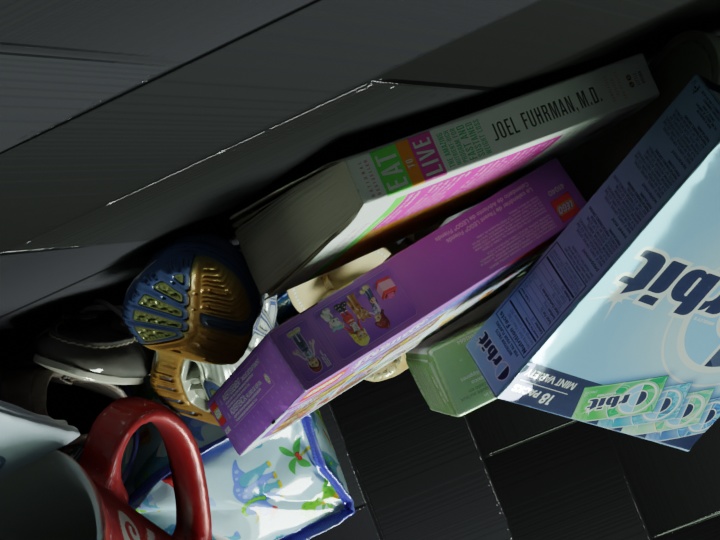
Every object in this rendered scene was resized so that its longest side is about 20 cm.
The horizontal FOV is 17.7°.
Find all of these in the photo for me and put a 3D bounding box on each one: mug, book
[{"bbox_3d":[-0.141,0.187,1.382,0.177,0.134,0.200,-38,144,7],"label":"mug"},{"bbox_3d":[0.047,-0.054,1.229,0.199,0.048,0.133,-21,175,-32],"label":"book"}]

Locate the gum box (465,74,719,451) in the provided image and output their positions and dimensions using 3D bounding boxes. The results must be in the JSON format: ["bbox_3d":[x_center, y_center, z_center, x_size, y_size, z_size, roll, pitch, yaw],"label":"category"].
[{"bbox_3d":[0.181,0.003,1.261,0.169,0.045,0.200,17,122,-42],"label":"gum box"}]

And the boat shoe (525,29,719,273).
[{"bbox_3d":[0.160,-0.057,1.291,0.060,0.072,0.201,4,147,-33],"label":"boat shoe"}]

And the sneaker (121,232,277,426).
[{"bbox_3d":[-0.085,0.013,1.317,0.075,0.089,0.200,20,156,5],"label":"sneaker"}]

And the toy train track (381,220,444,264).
[{"bbox_3d":[0.000,0.000,1.370,0.200,0.032,0.115,-49,172,-6],"label":"toy train track"}]

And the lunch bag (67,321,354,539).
[{"bbox_3d":[-0.126,0.119,1.549,0.199,0.128,0.170,-26,-148,1],"label":"lunch bag"}]

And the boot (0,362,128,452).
[{"bbox_3d":[-0.207,0.095,1.448,0.145,0.071,0.200,-7,172,25],"label":"boot"}]

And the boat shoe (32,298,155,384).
[{"bbox_3d":[-0.139,0.035,1.399,0.066,0.057,0.200,15,-177,19],"label":"boat shoe"}]

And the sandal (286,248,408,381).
[{"bbox_3d":[0.011,0.046,1.610,0.077,0.070,0.212,-28,153,2],"label":"sandal"}]

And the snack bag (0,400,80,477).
[{"bbox_3d":[-0.279,0.105,1.253,0.188,0.022,0.200,-26,158,18],"label":"snack bag"}]

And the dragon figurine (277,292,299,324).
[{"bbox_3d":[-0.052,0.038,1.721,0.199,0.059,0.099,-25,174,14],"label":"dragon figurine"}]

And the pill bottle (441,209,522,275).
[{"bbox_3d":[0.093,0.002,1.610,0.119,0.120,0.200,-21,176,-3],"label":"pill bottle"}]

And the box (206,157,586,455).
[{"bbox_3d":[0.019,0.021,1.267,0.199,0.039,0.137,-31,174,-25],"label":"box"}]

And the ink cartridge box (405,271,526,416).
[{"bbox_3d":[0.095,0.033,1.405,0.145,0.048,0.200,-26,-178,-7],"label":"ink cartridge box"}]
